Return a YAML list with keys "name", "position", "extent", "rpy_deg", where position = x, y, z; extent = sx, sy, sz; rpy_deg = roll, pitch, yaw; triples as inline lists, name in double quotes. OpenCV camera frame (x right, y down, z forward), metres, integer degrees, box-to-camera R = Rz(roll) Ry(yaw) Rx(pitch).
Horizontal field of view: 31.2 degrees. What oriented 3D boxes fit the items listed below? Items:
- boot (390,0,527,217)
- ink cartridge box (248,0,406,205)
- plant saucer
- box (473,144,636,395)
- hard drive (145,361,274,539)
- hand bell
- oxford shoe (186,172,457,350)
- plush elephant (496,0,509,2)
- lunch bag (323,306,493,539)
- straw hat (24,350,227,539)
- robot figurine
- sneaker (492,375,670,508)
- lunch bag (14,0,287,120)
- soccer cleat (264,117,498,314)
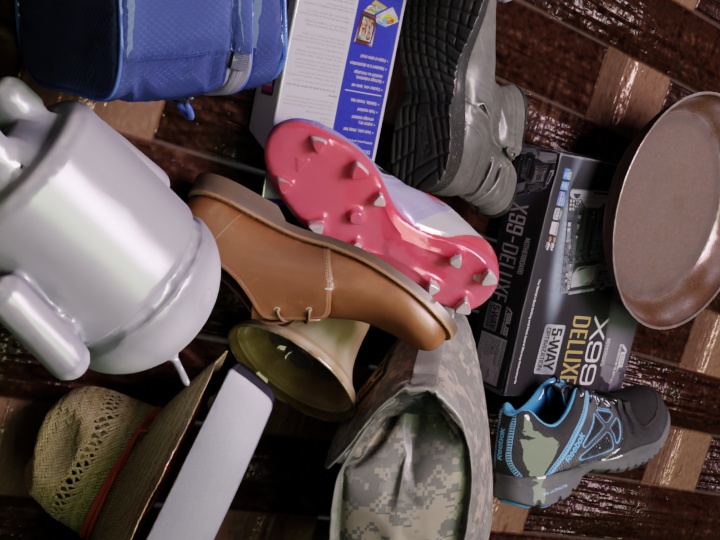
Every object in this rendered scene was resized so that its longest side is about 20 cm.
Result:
- name: "boot"
  position: [0.085, -0.145, 0.973]
  extent: [0.130, 0.067, 0.201]
  rpy_deg: [7, 94, -56]
- name: "ink cartridge box"
  position: [-0.021, -0.143, 0.891]
  extent: [0.094, 0.037, 0.201]
  rpy_deg: [3, 100, -40]
- name: "plant saucer"
  position: [0.263, -0.051, 1.079]
  extent: [0.200, 0.032, 0.201]
  rpy_deg: [-15, 113, -38]
- name: "box"
  position: [0.177, 0.004, 1.086]
  extent: [0.157, 0.050, 0.201]
  rpy_deg: [6, 100, -42]
- name: "hard drive"
  position: [-0.112, 0.159, 0.855]
  extent: [0.042, 0.135, 0.201]
  rpy_deg: [26, 87, -1]
- name: "hand bell"
  position: [0.000, 0.000, 0.941]
  extent: [0.200, 0.104, 0.104]
  rpy_deg: [-56, 132, -28]
- name: "oxford shoe"
  position: [-0.034, 0.012, 0.846]
  extent: [0.071, 0.199, 0.071]
  rpy_deg: [99, 17, -70]
- name: "plush elephant"
  position: [0.061, -0.301, 0.843]
  extent: [0.165, 0.155, 0.200]
  rpy_deg: [-55, 139, 0]
- name: "lunch bag"
  position: [0.040, 0.138, 0.943]
  extent: [0.164, 0.117, 0.201]
  rpy_deg: [-60, 154, -70]
- name: "straw hat"
  position: [-0.164, 0.121, 0.817]
  extent: [0.085, 0.201, 0.202]
  rpy_deg: [27, 86, -3]
- name: "robot figurine"
  position: [-0.160, -0.018, 0.752]
  extent: [0.200, 0.113, 0.170]
  rpy_deg: [47, 41, -27]
- name: "sneaker"
  position: [0.184, 0.122, 1.042]
  extent: [0.200, 0.073, 0.082]
  rpy_deg: [-19, 110, -42]
- name: "lunch bag"
  position: [-0.113, -0.184, 0.732]
  extent: [0.132, 0.136, 0.201]
  rpy_deg: [-15, 114, -36]
- name: "soccer cleat"
  position: [0.014, -0.042, 0.893]
  extent: [0.200, 0.077, 0.067]
  rpy_deg: [34, 110, -20]
